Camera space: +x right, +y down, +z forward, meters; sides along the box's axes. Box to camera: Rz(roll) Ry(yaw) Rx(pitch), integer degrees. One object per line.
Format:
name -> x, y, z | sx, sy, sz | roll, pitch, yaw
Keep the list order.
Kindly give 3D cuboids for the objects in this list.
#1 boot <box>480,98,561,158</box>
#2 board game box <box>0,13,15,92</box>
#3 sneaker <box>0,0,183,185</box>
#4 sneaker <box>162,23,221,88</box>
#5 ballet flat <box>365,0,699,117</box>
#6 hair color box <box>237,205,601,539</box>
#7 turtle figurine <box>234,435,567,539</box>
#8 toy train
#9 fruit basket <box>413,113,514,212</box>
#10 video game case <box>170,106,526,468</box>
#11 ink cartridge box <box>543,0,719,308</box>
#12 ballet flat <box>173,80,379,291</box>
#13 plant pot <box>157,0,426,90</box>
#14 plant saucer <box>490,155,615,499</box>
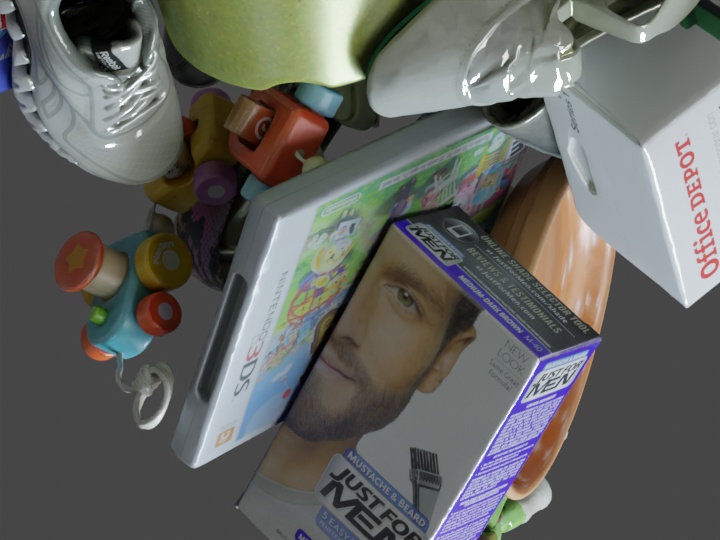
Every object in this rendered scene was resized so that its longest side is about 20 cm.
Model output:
boot -> 0.157, -0.120, 1.393 | 0.200, 0.072, 0.182 | 32, 85, -47
board game box -> -0.199, -0.165, 1.246 | 0.199, 0.041, 0.200 | -26, 135, -26
sneaker -> -0.124, -0.101, 1.273 | 0.075, 0.081, 0.200 | -40, 143, -13
sneaker -> -0.080, -0.188, 1.328 | 0.079, 0.075, 0.201 | 1, 114, -27
ballet flat -> 0.096, -0.118, 1.220 | 0.200, 0.069, 0.070 | -32, 137, -18
hair color box -> 0.027, 0.079, 1.389 | 0.065, 0.109, 0.200 | -14, 140, -52
turtle figurine -> 0.030, 0.153, 1.681 | 0.194, 0.199, 0.144 | -43, 121, -38
toy train -> -0.093, -0.028, 1.378 | 0.055, 0.150, 0.200 | 26, 101, -29
fruit basket -> 0.023, 0.013, 1.535 | 0.185, 0.094, 0.200 | -45, 152, -5
video game case -> 0.000, 0.000, 1.383 | 0.200, 0.022, 0.182 | -27, 150, -40
ink cartridge box -> 0.196, -0.098, 1.317 | 0.200, 0.084, 0.146 | -38, 144, -10
ballet flat -> -0.032, -0.075, 1.446 | 0.069, 0.071, 0.200 | 17, 108, -47
plant pot -> -0.032, -0.190, 1.206 | 0.200, 0.200, 0.185 | -28, 136, -23
plant saucer -> 0.095, 0.025, 1.482 | 0.200, 0.037, 0.201 | 14, 90, -72
